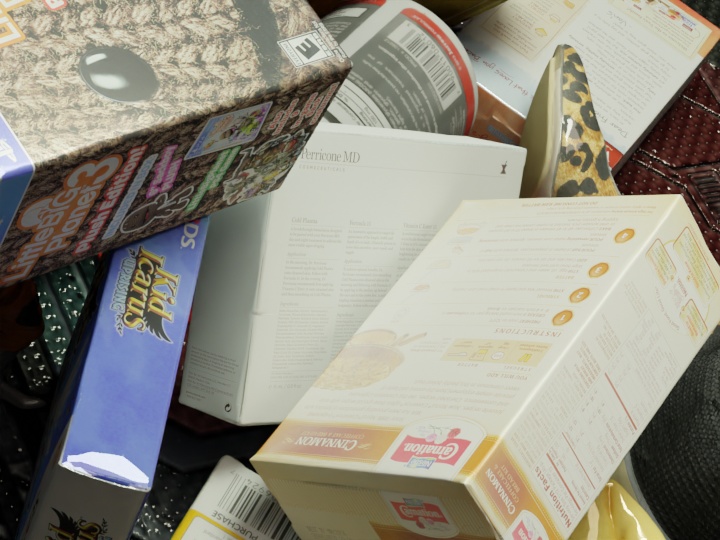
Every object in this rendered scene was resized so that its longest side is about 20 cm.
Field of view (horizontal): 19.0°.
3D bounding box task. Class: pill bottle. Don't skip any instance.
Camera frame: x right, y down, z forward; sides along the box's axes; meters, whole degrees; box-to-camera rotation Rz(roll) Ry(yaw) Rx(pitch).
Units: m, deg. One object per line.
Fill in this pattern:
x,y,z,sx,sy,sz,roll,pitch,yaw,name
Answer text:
-0.024,-0.070,1.251,0.116,0.116,0.200,38,47,7,pill bottle

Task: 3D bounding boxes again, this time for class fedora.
0.211,0.095,1.190,0.200,0.092,0.201,22,46,-25,fedora

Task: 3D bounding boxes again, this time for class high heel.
0.168,-0.034,1.314,0.142,0.071,0.201,5,81,-16,high heel

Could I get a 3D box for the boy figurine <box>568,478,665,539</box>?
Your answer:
0.107,0.149,1.100,0.123,0.064,0.201,6,70,9,boy figurine

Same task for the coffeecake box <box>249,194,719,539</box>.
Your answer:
0.066,0.054,1.061,0.200,0.153,0.073,-50,121,-30,coffeecake box

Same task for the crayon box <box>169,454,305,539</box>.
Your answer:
-0.063,0.201,1.051,0.125,0.052,0.200,31,45,1,crayon box

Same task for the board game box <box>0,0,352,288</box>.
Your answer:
-0.135,-0.099,0.973,0.199,0.097,0.160,-22,68,-38,board game box

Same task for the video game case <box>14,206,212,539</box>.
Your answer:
-0.126,0.070,1.038,0.045,0.182,0.201,18,47,-10,video game case

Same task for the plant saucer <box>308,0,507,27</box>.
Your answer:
0.011,-0.186,1.339,0.199,0.200,0.049,1,83,-25,plant saucer

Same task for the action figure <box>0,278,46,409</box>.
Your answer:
-0.206,-0.001,1.034,0.104,0.195,0.200,7,18,23,action figure

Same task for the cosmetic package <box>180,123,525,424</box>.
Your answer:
0.000,0.000,1.149,0.052,0.152,0.199,17,10,41,cosmetic package

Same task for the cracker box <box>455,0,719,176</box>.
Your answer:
0.138,-0.133,1.423,0.134,0.058,0.200,37,46,7,cracker box
